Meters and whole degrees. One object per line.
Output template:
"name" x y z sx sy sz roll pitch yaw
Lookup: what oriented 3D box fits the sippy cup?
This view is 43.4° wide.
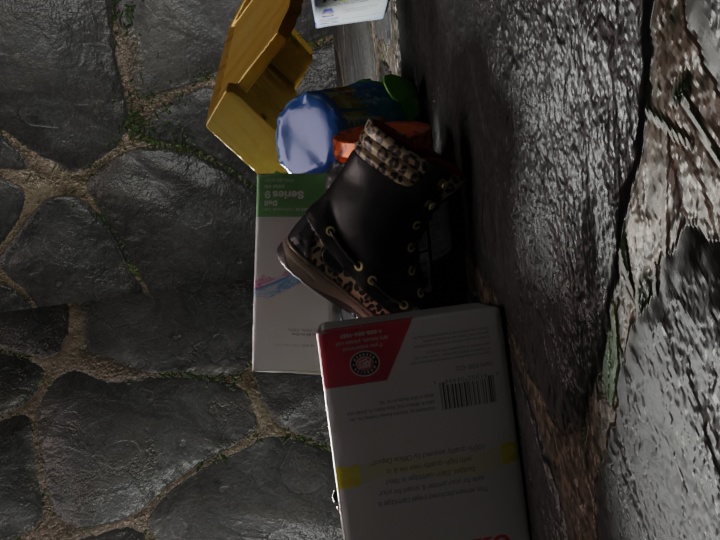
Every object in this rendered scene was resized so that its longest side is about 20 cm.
"sippy cup" -0.023 -0.148 1.016 0.130 0.139 0.180 -9 -57 -55

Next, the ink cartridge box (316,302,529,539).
"ink cartridge box" 0.047 0.136 0.718 0.083 0.143 0.204 -175 78 -86

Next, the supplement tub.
"supplement tub" 0.031 -0.036 0.882 0.123 0.120 0.203 -104 7 -72

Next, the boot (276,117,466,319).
"boot" 0.044 -0.023 0.786 0.152 0.198 0.073 -57 4 16

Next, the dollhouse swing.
"dollhouse swing" -0.083 -0.253 1.111 0.181 0.174 0.202 41 -143 -35

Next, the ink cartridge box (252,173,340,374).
"ink cartridge box" -0.064 0.009 0.966 0.145 0.086 0.204 71 -162 -84

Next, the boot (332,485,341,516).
"boot" 0.056 0.270 0.831 0.187 0.068 0.204 -7 -89 -52

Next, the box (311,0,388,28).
"box" -0.023 -0.437 1.182 0.200 0.103 0.187 -161 63 -87
